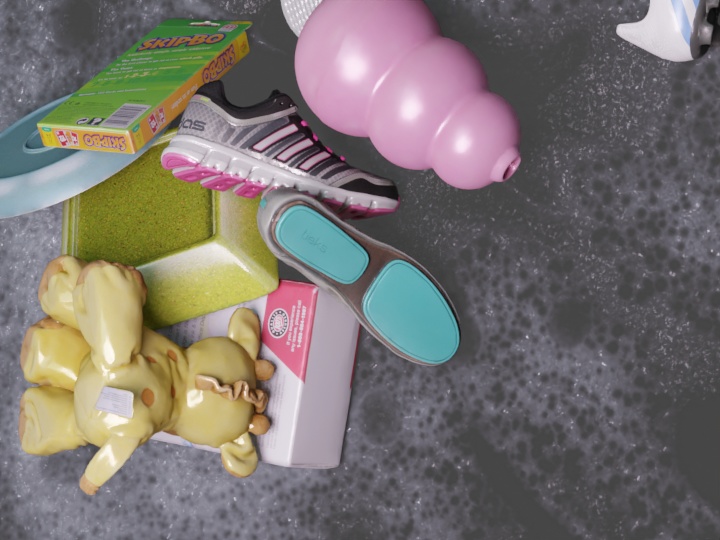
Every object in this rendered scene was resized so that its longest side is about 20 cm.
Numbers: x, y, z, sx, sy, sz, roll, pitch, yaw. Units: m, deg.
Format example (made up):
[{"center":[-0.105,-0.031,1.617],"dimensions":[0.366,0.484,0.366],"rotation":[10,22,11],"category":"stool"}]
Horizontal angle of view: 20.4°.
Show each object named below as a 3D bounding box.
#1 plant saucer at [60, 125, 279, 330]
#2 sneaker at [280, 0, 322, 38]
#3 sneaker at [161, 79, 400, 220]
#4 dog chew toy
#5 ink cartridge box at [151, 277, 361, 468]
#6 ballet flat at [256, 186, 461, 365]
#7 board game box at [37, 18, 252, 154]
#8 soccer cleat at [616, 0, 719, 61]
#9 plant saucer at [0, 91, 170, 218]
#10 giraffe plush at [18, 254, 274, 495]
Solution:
[{"center":[-0.169,-0.044,1.647],"dimensions":[0.198,0.048,0.201],"rotation":[-18,48,14],"category":"plant saucer"},{"center":[0.007,-0.272,1.629],"dimensions":[0.076,0.104,0.201],"rotation":[52,140,26],"category":"sneaker"},{"center":[-0.056,-0.098,1.594],"dimensions":[0.074,0.198,0.088],"rotation":[153,131,-70],"category":"sneaker"},{"center":[0.044,-0.138,1.564],"dimensions":[0.200,0.124,0.125],"rotation":[38,105,19],"category":"dog chew toy"},{"center":[-0.107,0.075,1.649],"dimensions":[0.198,0.085,0.149],"rotation":[9,90,33],"category":"ink cartridge box"},{"center":[0.000,0.000,1.569],"dimensions":[0.068,0.200,0.064],"rotation":[-51,23,1],"category":"ballet flat"},{"center":[-0.174,-0.158,1.672],"dimensions":[0.095,0.200,0.030],"rotation":[6,128,30],"category":"board game box"},{"center":[0.239,-0.257,1.478],"dimensions":[0.086,0.070,0.202],"rotation":[13,93,20],"category":"soccer cleat"},{"center":[-0.254,-0.109,1.703],"dimensions":[0.198,0.201,0.028],"rotation":[-8,120,30],"category":"plant saucer"},{"center":[-0.153,0.084,1.545],"dimensions":[0.200,0.161,0.174],"rotation":[34,111,51],"category":"giraffe plush"}]
